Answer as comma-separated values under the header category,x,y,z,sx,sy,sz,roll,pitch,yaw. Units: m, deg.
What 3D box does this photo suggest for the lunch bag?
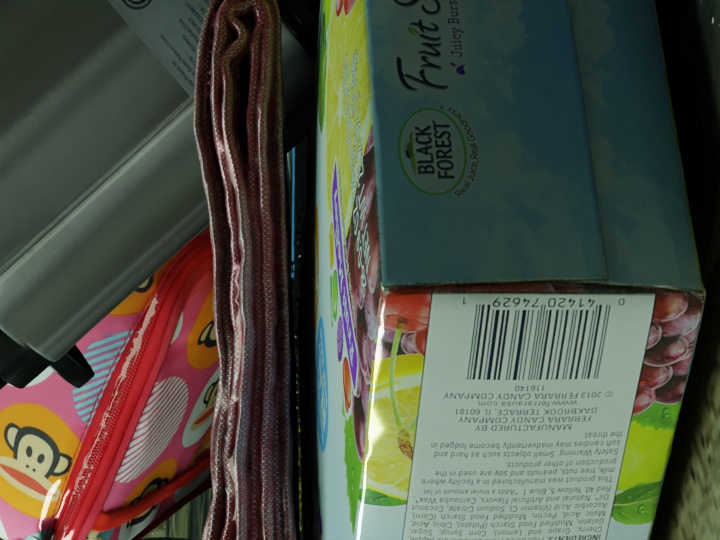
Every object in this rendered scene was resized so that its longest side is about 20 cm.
category,x,y,z,sx,sy,sz,roll,pitch,yaw
lunch bag,-0.080,0.032,1.059,0.177,0.082,0.200,-66,-14,23

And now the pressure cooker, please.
category,x,y,z,sx,sy,sz,roll,pitch,yaw
pressure cooker,-0.120,-0.061,0.775,0.176,0.200,0.179,47,179,8

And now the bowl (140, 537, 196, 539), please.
category,x,y,z,sx,sy,sz,roll,pitch,yaw
bowl,-0.078,0.185,1.086,0.105,0.200,0.202,131,144,-50

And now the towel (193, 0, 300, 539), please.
category,x,y,z,sx,sy,sz,roll,pitch,yaw
towel,-0.027,0.031,0.699,0.200,0.023,0.145,91,177,-73

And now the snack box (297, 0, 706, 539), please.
category,x,y,z,sx,sy,sz,roll,pitch,yaw
snack box,0.022,0.011,0.618,0.201,0.067,0.169,94,175,-46

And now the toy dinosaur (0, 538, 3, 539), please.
category,x,y,z,sx,sy,sz,roll,pitch,yaw
toy dinosaur,-0.140,0.062,1.104,0.101,0.058,0.200,-66,-3,34

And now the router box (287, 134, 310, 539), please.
category,x,y,z,sx,sy,sz,roll,pitch,yaw
router box,0.000,0.000,0.900,0.149,0.051,0.201,111,160,-77
